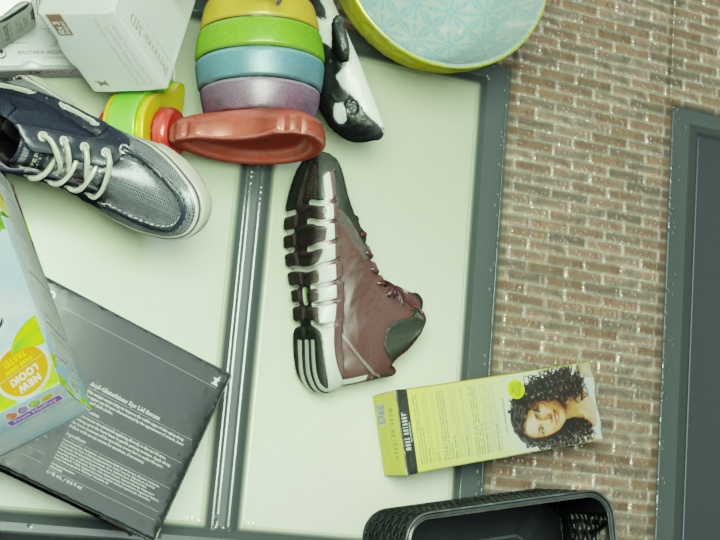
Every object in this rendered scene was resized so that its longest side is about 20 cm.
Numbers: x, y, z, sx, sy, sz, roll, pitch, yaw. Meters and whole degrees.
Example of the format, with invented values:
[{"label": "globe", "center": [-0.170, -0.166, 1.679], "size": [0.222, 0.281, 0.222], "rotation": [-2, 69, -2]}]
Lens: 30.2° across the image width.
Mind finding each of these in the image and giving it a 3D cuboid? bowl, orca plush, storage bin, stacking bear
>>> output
[{"label": "bowl", "center": [0.054, -0.259, 1.170], "size": [0.198, 0.108, 0.202], "rotation": [4, 80, -22]}, {"label": "orca plush", "center": [-0.046, -0.193, 1.136], "size": [0.071, 0.105, 0.202], "rotation": [-21, 90, 0]}, {"label": "storage bin", "center": [0.113, 0.262, 1.128], "size": [0.198, 0.094, 0.137], "rotation": [-3, 83, -24]}, {"label": "stacking bear", "center": [-0.082, -0.195, 1.073], "size": [0.120, 0.114, 0.202], "rotation": [-2, 82, 14]}]

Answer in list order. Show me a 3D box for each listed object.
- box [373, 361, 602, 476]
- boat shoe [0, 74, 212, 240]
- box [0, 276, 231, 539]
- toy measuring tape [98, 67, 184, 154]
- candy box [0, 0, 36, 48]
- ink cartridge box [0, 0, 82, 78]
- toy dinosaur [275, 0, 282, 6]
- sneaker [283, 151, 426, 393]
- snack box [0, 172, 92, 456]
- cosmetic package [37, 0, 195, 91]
[{"label": "box", "center": [0.114, 0.129, 1.171], "size": [0.198, 0.050, 0.076], "rotation": [-8, 85, -23]}, {"label": "boat shoe", "center": [-0.213, -0.078, 1.002], "size": [0.199, 0.093, 0.075], "rotation": [29, 111, 12]}, {"label": "box", "center": [-0.221, 0.099, 1.017], "size": [0.199, 0.079, 0.142], "rotation": [30, 74, -16]}, {"label": "toy measuring tape", "center": [-0.173, -0.149, 1.072], "size": [0.073, 0.073, 0.202], "rotation": [6, 85, -22]}, {"label": "candy box", "center": [-0.367, -0.203, 0.976], "size": [0.199, 0.072, 0.168], "rotation": [-36, 92, -11]}, {"label": "ink cartridge box", "center": [-0.276, -0.255, 1.066], "size": [0.118, 0.042, 0.202], "rotation": [-5, 87, -24]}, {"label": "toy dinosaur", "center": [-0.108, -0.261, 1.010], "size": [0.199, 0.058, 0.102], "rotation": [35, 53, -10]}, {"label": "sneaker", "center": [0.000, 0.000, 1.136], "size": [0.115, 0.075, 0.202], "rotation": [-2, 94, -28]}, {"label": "snack box", "center": [-0.299, 0.040, 0.925], "size": [0.168, 0.068, 0.201], "rotation": [-27, 66, -1]}, {"label": "cosmetic package", "center": [-0.173, -0.250, 1.046], "size": [0.073, 0.102, 0.202], "rotation": [1, 62, 19]}]
